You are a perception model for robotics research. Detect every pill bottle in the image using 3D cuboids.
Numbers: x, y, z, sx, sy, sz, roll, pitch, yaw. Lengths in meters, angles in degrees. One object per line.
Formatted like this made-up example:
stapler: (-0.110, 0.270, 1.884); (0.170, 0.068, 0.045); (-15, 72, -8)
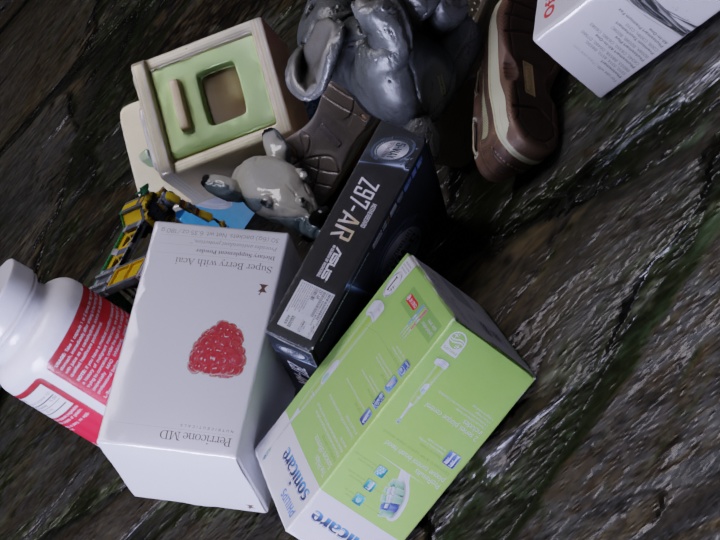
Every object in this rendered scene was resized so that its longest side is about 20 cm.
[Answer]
pill bottle: (-0.240, 0.078, 1.669); (0.112, 0.199, 0.113); (-47, 21, 25)

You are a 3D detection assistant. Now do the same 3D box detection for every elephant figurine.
elephant figurine: (-0.001, -0.193, 1.670); (0.199, 0.142, 0.155); (3, 48, 45)

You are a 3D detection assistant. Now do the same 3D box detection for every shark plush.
shark plush: (-0.059, -0.064, 1.848); (0.199, 0.084, 0.091); (23, 60, 41)

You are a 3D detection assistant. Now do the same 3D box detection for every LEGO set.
LEGO set: (-0.145, 0.013, 1.783); (0.116, 0.200, 0.154); (-19, 27, 42)

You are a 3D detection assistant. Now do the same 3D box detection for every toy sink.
toy sink: (-0.162, -0.155, 1.980); (0.199, 0.112, 0.131); (-19, 74, 11)

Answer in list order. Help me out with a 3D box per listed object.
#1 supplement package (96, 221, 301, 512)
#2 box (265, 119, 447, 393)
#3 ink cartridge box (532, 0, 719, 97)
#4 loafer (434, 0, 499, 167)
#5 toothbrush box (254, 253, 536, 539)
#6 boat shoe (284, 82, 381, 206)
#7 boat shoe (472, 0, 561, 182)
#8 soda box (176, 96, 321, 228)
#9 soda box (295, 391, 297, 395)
supplement package: (-0.122, 0.079, 1.575); (0.120, 0.120, 0.201); (5, 63, 13)
box: (0.000, 0.000, 1.570); (0.201, 0.043, 0.160); (-61, -18, -16)
ink cartridge box: (0.235, -0.253, 1.524); (0.200, 0.084, 0.147); (-36, 29, 37)
loafer: (0.088, -0.174, 1.719); (0.075, 0.068, 0.201); (-7, 53, 45)
toothbrush box: (0.021, 0.108, 1.442); (0.200, 0.086, 0.146); (-51, 22, 7)
boat shoe: (-0.022, -0.126, 1.894); (0.072, 0.076, 0.200); (-29, -13, -48)
boat shoe: (0.123, -0.157, 1.632); (0.075, 0.074, 0.203); (-43, 25, 39)
soda box: (-0.119, -0.123, 2.067); (0.201, 0.068, 0.064); (-55, 22, -2)
soda box: (-0.099, 0.100, 1.710); (0.201, 0.071, 0.063); (-57, 22, -3)
